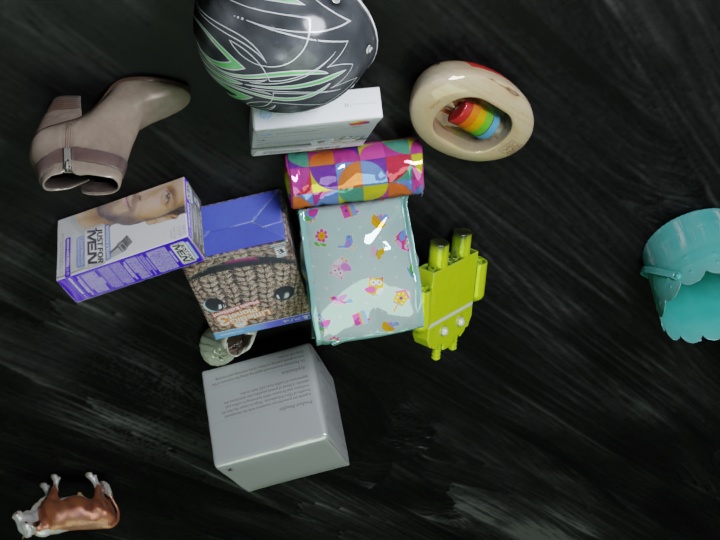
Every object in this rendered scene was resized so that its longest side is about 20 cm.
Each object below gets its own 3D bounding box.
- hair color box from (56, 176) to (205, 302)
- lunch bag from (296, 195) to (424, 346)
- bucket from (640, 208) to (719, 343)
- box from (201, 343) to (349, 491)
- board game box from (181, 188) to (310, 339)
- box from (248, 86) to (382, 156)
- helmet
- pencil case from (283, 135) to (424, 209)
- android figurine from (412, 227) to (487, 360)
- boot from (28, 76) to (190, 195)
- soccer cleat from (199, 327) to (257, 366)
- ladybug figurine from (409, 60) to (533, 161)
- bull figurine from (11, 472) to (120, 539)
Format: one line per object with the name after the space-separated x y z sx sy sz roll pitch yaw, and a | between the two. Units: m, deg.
-0.317 -0.042 1.558 0.198 0.110 0.065 -17 142 8 | hair color box
0.000 0.000 1.618 0.168 0.203 0.122 -9 -176 -5 | lunch bag
0.560 0.007 1.834 0.205 0.136 0.208 -7 143 -5 | bucket
-0.141 0.254 1.926 0.197 0.173 0.200 -15 154 5 | box
-0.166 -0.006 1.657 0.158 0.098 0.201 -13 144 2 | board game box
-0.061 -0.183 1.410 0.154 0.042 0.200 -6 179 -6 | box
-0.084 -0.269 1.245 0.197 0.192 0.201 -7 144 -5 | helmet
-0.006 -0.134 1.542 0.197 0.089 0.089 -6 144 -5 | pencil case
0.133 0.040 1.747 0.181 0.041 0.202 -23 123 -48 | android figurine
-0.302 -0.158 1.375 0.198 0.147 0.071 -9 142 -3 | boot
-0.212 0.113 1.815 0.069 0.078 0.200 7 146 -23 | soccer cleat
0.145 -0.213 1.482 0.199 0.073 0.135 26 130 -39 | ladybug figurine
-0.558 0.449 2.142 0.198 0.122 0.065 4 141 -20 | bull figurine
